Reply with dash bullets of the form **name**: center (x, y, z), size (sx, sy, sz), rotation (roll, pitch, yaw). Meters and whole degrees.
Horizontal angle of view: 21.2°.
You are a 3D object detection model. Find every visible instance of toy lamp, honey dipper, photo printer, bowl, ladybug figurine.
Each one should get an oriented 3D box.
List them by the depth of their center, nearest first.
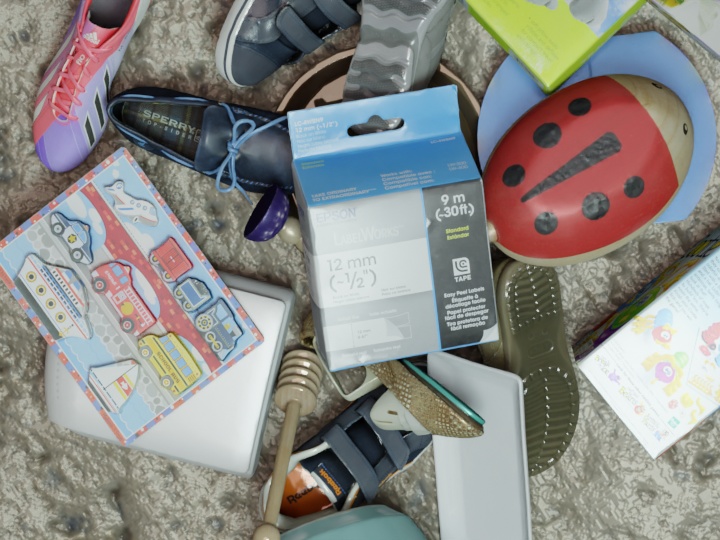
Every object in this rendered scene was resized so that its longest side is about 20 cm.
- **ladybug figurine**: center (0.182, -0.083, 1.548), size (0.199, 0.072, 0.136), rotation (-36, 82, -5)
- **honey dipper**: center (-0.061, 0.148, 1.587), size (0.038, 0.201, 0.038), rotation (5, 133, 5)
- **toy lamp**: center (0.000, 0.000, 1.593), size (0.199, 0.058, 0.058), rotation (33, 97, -16)
- **bowl**: center (-0.014, 0.264, 1.604), size (0.199, 0.201, 0.106), rotation (-20, 74, 6)
- **photo printer**: center (-0.168, 0.073, 1.642), size (0.198, 0.069, 0.168), rotation (14, 96, 3)

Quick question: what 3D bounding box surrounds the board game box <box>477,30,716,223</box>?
- **board game box**: center (0.196, -0.112, 1.614), size (0.198, 0.039, 0.160), rotation (-7, 88, 2)

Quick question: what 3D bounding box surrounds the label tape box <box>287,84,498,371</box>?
- **label tape box**: center (0.026, -0.034, 1.526), size (0.142, 0.066, 0.202), rotation (-9, 107, -7)

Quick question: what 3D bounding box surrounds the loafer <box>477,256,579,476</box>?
- **loafer**: center (0.138, 0.076, 1.623), size (0.075, 0.067, 0.202), rotation (-10, 111, -20)

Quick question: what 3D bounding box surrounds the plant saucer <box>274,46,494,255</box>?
- **plant saucer**: center (0.017, -0.090, 1.633), size (0.198, 0.029, 0.203), rotation (0, 97, 4)

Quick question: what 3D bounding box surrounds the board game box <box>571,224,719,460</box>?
- **board game box**: center (0.284, 0.046, 1.590), size (0.199, 0.103, 0.105), rotation (-39, 92, 7)

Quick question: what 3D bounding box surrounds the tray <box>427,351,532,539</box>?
- **tray**: center (0.106, 0.166, 1.613), size (0.107, 0.022, 0.202), rotation (16, 119, 44)

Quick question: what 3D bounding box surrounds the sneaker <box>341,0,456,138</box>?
- **sneaker**: center (0.039, -0.208, 1.560), size (0.074, 0.082, 0.202), rotation (26, 107, 14)

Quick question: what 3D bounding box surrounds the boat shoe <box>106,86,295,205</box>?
- **boat shoe**: center (-0.122, -0.102, 1.604), size (0.198, 0.069, 0.085), rotation (10, 97, 17)

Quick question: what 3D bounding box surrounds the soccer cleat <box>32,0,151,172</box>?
- **soccer cleat**: center (-0.229, -0.178, 1.618), size (0.066, 0.076, 0.202), rotation (25, 97, 1)

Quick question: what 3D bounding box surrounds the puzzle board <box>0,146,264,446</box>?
- **puzzle board**: center (-0.196, 0.022, 1.598), size (0.150, 0.017, 0.201), rotation (-37, 89, 4)

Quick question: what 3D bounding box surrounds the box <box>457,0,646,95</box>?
- **box**: center (0.186, -0.257, 1.579), size (0.200, 0.048, 0.122), rotation (-44, 84, 1)

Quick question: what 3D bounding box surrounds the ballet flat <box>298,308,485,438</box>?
- **ballet flat**: center (0.021, 0.093, 1.599), size (0.065, 0.071, 0.200), rotation (-48, 54, -2)

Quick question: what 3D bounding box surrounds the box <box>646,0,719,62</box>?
- **box**: center (0.261, -0.217, 1.545), size (0.199, 0.041, 0.039), rotation (31, 99, -35)

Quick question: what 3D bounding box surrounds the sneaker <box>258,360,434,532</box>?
- **sneaker**: center (-0.002, 0.157, 1.636), size (0.200, 0.079, 0.079), rotation (-41, 91, 5)

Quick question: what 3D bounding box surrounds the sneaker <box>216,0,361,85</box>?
- **sneaker**: center (-0.038, -0.228, 1.582), size (0.079, 0.078, 0.201), rotation (39, 98, 29)
